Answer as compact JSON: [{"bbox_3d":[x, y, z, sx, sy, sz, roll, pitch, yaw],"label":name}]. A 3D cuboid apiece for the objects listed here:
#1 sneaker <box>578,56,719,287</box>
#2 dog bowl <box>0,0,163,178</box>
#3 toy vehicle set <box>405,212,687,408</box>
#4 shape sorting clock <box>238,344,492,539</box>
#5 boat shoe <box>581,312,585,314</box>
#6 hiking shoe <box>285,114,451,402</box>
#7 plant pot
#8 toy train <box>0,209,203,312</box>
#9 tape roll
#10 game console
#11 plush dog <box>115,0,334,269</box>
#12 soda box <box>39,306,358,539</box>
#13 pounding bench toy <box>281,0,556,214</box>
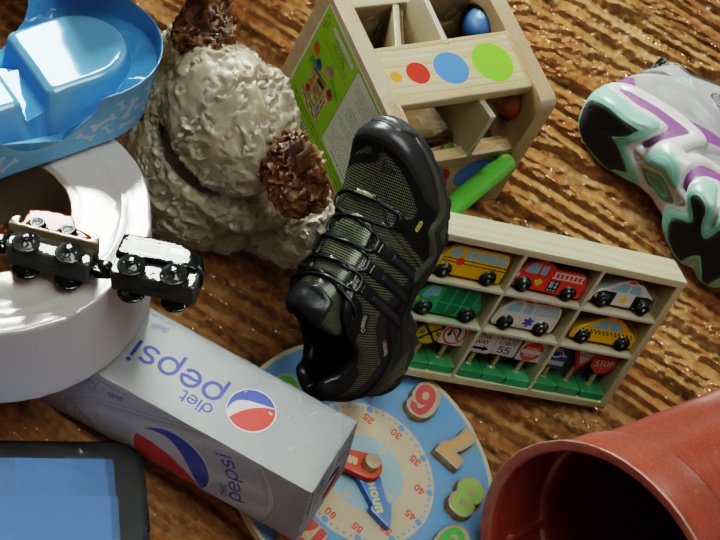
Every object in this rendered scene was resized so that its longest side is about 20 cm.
[{"bbox_3d":[0.276,-0.084,1.889,0.140,0.078,0.200,-32,80,-34],"label":"sneaker"},{"bbox_3d":[-0.222,-0.114,1.578,0.199,0.050,0.112,-21,51,-23],"label":"dog bowl"},{"bbox_3d":[0.112,0.029,1.707,0.199,0.125,0.027,11,36,-27],"label":"toy vehicle set"},{"bbox_3d":[0.002,0.136,1.661,0.199,0.039,0.201,11,60,-20],"label":"shape sorting clock"},{"bbox_3d":[0.094,0.015,1.758,0.200,0.072,0.066,3,50,-21],"label":"boat shoe"},{"bbox_3d":[0.000,0.000,1.604,0.075,0.201,0.101,18,23,29],"label":"hiking shoe"},{"bbox_3d":[0.219,0.177,1.660,0.195,0.201,0.201,-23,74,-42],"label":"plant pot"},{"bbox_3d":[-0.191,-0.016,1.506,0.199,0.034,0.046,12,46,7],"label":"toy train"},{"bbox_3d":[-0.233,-0.015,1.571,0.201,0.071,0.203,1,49,-1],"label":"tape roll"},{"bbox_3d":[-0.214,0.166,1.488,0.199,0.171,0.119,1,89,-17],"label":"game console"},{"bbox_3d":[-0.100,-0.089,1.654,0.160,0.172,0.200,-28,78,-34],"label":"plush dog"},{"bbox_3d":[-0.106,0.091,1.592,0.199,0.064,0.068,28,52,8],"label":"soda box"},{"bbox_3d":[0.058,-0.095,1.750,0.155,0.124,0.201,-10,61,-29],"label":"pounding bench toy"}]
